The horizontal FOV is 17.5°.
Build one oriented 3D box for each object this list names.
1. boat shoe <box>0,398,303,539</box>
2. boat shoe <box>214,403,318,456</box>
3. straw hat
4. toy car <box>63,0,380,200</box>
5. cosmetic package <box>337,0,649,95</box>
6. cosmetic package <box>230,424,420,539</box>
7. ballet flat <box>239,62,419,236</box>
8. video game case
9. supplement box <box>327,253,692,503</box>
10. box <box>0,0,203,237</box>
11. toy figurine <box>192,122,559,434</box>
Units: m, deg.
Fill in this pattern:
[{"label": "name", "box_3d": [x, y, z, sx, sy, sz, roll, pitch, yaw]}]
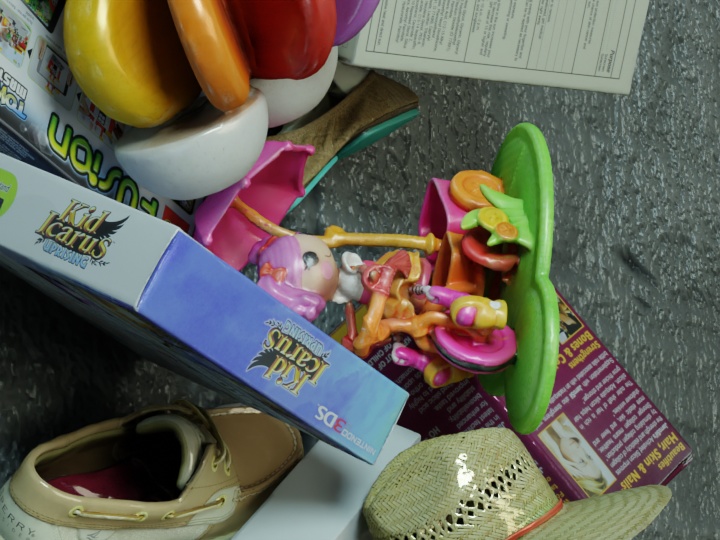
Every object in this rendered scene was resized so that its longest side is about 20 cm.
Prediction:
[{"label": "boat shoe", "box_3d": [-0.098, 0.103, 1.181, 0.199, 0.067, 0.074, -19, 56, -45]}, {"label": "boat shoe", "box_3d": [-0.079, 0.145, 1.251, 0.200, 0.068, 0.072, -49, 125, -48]}, {"label": "straw hat", "box_3d": [0.052, 0.126, 1.197, 0.201, 0.200, 0.086, -34, 95, -54]}, {"label": "toy car", "box_3d": [-0.061, -0.147, 1.191, 0.200, 0.149, 0.176, -48, 121, -53]}, {"label": "cosmetic package", "box_3d": [0.068, -0.164, 1.334, 0.199, 0.073, 0.105, 4, 103, -35]}, {"label": "cosmetic package", "box_3d": [-0.030, 0.197, 1.257, 0.151, 0.051, 0.201, -49, 152, -53]}, {"label": "ballet flat", "box_3d": [-0.032, -0.087, 1.382, 0.073, 0.068, 0.200, 57, 41, -5]}, {"label": "video game case", "box_3d": [-0.098, 0.014, 1.141, 0.200, 0.181, 0.046, 38, 79, -48]}, {"label": "supplement box", "box_3d": [0.083, 0.084, 1.408, 0.200, 0.103, 0.131, 50, 35, 6]}, {"label": "box", "box_3d": [-0.149, -0.090, 1.215, 0.200, 0.034, 0.111, 43, 50, -45]}, {"label": "toy figurine", "box_3d": [0.000, 0.000, 1.247, 0.201, 0.182, 0.151, -98, -162, -52]}]
